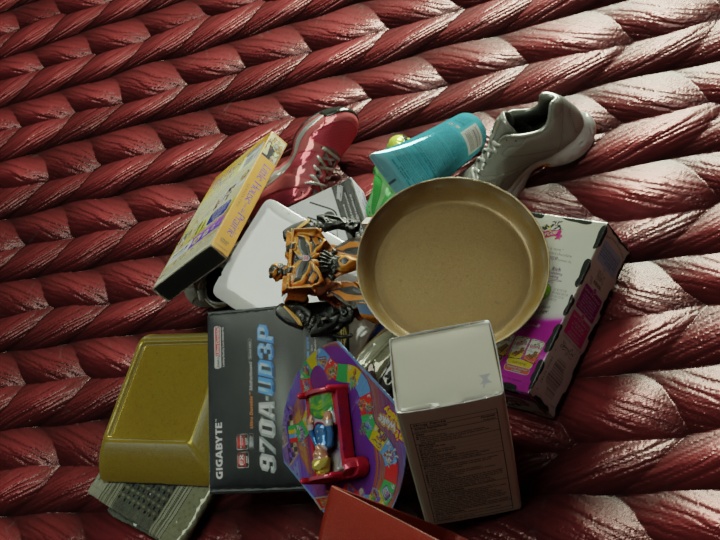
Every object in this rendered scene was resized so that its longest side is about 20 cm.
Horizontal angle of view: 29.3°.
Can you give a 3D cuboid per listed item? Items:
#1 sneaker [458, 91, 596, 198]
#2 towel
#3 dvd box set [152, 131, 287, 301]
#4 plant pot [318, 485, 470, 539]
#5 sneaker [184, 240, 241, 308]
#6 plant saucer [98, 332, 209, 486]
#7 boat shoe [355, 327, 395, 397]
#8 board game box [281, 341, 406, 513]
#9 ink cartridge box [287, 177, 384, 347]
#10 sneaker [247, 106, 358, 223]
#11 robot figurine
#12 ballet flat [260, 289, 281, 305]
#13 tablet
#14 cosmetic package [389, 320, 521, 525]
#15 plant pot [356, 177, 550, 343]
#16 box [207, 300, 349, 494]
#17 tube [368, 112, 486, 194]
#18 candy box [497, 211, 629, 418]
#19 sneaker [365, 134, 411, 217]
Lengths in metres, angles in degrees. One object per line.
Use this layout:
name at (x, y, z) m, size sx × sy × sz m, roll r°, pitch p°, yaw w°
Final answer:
sneaker at (0.161, -0.135, 1.548) m, size 0.199 × 0.092 × 0.076 m, roll -35°, pitch 44°, yaw 21°
towel at (-0.218, 0.222, 1.645) m, size 0.191 × 0.035 × 0.201 m, roll 20°, pitch 71°, yaw 43°
dvd box set at (-0.172, -0.066, 1.690) m, size 0.146 × 0.029 × 0.201 m, roll -32°, pitch 26°, yaw 46°
plant pot at (0.063, 0.327, 1.220) m, size 0.199 × 0.199 × 0.178 m, roll 18°, pitch 81°, yaw 45°
sneaker at (-0.178, 0.009, 1.686) m, size 0.082 × 0.075 × 0.199 m, roll -37°, pitch 6°, yaw -33°
plant saucer at (-0.221, 0.152, 1.641) m, size 0.198 × 0.048 × 0.202 m, roll -4°, pitch 56°, yaw 34°
boat shoe at (0.074, 0.068, 1.493) m, size 0.200 × 0.072 × 0.065 m, roll -43°, pitch 65°, yaw -13°
board game box at (-0.032, 0.170, 1.382) m, size 0.200 × 0.039 × 0.160 m, roll 44°, pitch 120°, yaw 41°
ink cartridge box at (-0.017, 0.001, 1.586) m, size 0.093 × 0.044 × 0.202 m, roll -24°, pitch 62°, yaw 12°
sneaker at (-0.064, -0.116, 1.749) m, size 0.200 × 0.073 × 0.087 m, roll -47°, pitch 48°, yaw 11°
robot figurine at (0.000, 0.000, 1.460) m, size 0.197 × 0.058 × 0.147 m, roll 2°, pitch 63°, yaw 2°
ballet flat at (-0.088, 0.119, 1.581) m, size 0.069 × 0.069 × 0.203 m, roll -5°, pitch 75°, yaw 36°
tablet at (-0.062, 0.017, 1.553) m, size 0.199 × 0.014 × 0.131 m, roll 30°, pitch 87°, yaw 24°
cosmetic package at (0.091, 0.147, 1.301) m, size 0.102 × 0.201 × 0.088 m, roll -9°, pitch 50°, yaw 3°
plant pot at (0.095, -0.003, 1.408) m, size 0.197 × 0.028 × 0.202 m, roll -2°, pitch 61°, yaw 3°
box at (-0.089, 0.141, 1.507) m, size 0.157 × 0.046 × 0.203 m, roll -5°, pitch 80°, yaw 22°
tube at (0.081, -0.128, 1.561) m, size 0.050 × 0.078 × 0.200 m, roll -44°, pitch -5°, yaw 36°
candy box at (0.176, 0.041, 1.430) m, size 0.135 × 0.061 × 0.202 m, roll 12°, pitch 68°, yaw 44°
sneaker at (0.054, -0.062, 1.580) m, size 0.084 × 0.073 × 0.202 m, roll -46°, pitch 37°, yaw 38°
